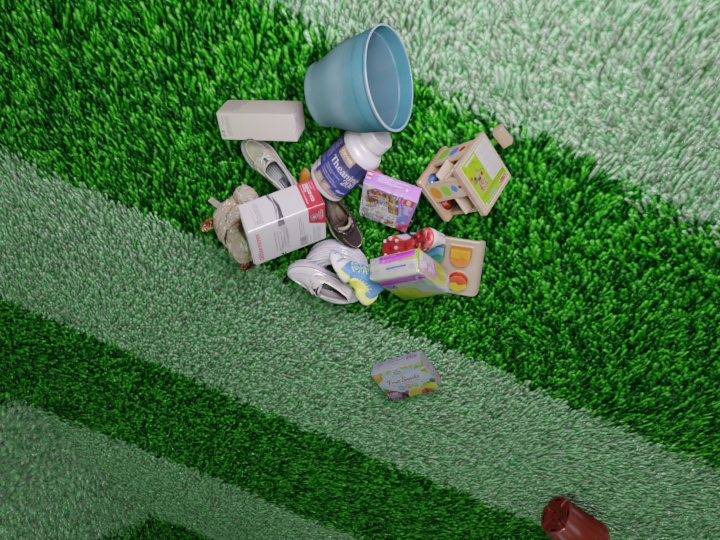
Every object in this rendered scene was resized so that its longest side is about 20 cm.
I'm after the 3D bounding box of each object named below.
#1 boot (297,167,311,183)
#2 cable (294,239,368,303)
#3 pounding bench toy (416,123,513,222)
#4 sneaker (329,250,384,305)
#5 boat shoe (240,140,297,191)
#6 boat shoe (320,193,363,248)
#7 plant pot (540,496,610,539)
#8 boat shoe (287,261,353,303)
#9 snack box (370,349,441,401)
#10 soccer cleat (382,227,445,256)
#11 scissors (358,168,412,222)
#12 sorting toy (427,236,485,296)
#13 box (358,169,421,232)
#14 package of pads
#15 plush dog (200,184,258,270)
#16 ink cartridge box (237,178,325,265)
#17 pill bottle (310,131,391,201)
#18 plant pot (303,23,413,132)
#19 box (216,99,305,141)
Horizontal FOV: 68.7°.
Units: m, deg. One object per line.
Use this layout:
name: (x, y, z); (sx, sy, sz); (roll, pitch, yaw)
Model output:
boot: (-0.182, -0.156, 1.362); (0.140, 0.071, 0.206); (-23, 140, -22)
cable: (-0.069, 0.006, 1.511); (0.194, 0.070, 0.203); (-18, 122, 25)
pounding bench toy: (0.247, -0.233, 1.204); (0.125, 0.202, 0.154); (46, 157, -22)
sneaker: (0.000, 0.000, 1.413); (0.103, 0.077, 0.201); (-34, 127, 8)
boat shoe: (-0.221, -0.260, 1.295); (0.200, 0.072, 0.062); (45, 174, 7)
boat shoe: (-0.049, -0.122, 1.375); (0.073, 0.065, 0.201); (-44, 129, -3)
plant pot: (0.807, 0.988, 2.010); (0.194, 0.203, 0.200); (41, 128, -10)
boat shoe: (-0.115, 0.040, 1.458); (0.194, 0.067, 0.073); (22, 131, -6)
snack box: (0.150, 0.351, 1.743); (0.195, 0.054, 0.144); (-22, 119, 29)
soccer cleat: (0.135, -0.066, 1.371); (0.083, 0.072, 0.197); (3, 167, -39)
scissors: (0.073, -0.197, 1.342); (0.197, 0.014, 0.073); (34, 129, -13)
sorting toy: (0.235, -0.010, 1.437); (0.192, 0.037, 0.190); (6, 130, 10)
box: (0.067, -0.165, 1.284); (0.132, 0.040, 0.201); (21, 164, 2)
package of pads: (0.135, 0.013, 1.375); (0.150, 0.071, 0.198); (-11, 156, 31)
plush dog: (-0.325, -0.098, 1.396); (0.156, 0.172, 0.205); (-18, 136, -26)
ink cartridge box: (-0.186, -0.115, 1.270); (0.194, 0.085, 0.146); (-23, 154, -15)
pill bottle: (-0.020, -0.264, 1.247); (0.110, 0.113, 0.198); (40, 127, -20)
plant pot: (-0.013, -0.383, 1.104); (0.182, 0.203, 0.204); (-1, 131, 33)
box: (-0.235, -0.357, 1.250); (0.192, 0.083, 0.070); (6, 130, 12)
